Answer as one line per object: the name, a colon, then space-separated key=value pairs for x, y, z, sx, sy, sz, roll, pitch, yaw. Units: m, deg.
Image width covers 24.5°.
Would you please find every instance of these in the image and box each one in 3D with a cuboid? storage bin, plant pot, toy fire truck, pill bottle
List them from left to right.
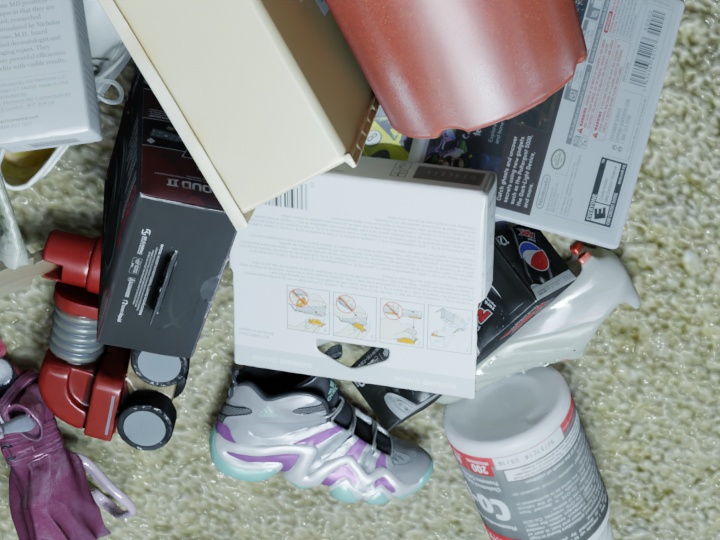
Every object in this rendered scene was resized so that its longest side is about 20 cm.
toy fire truck: x=-0.232 y=0.046 z=1.317 sx=0.199 sy=0.129 sz=0.176 roll=14 pitch=120 yaw=-4
storage bin: x=-0.078 y=-0.165 z=1.127 sx=0.094 sy=0.199 sz=0.200 roll=-26 pitch=107 yaw=17
plant pot: x=0.055 y=-0.208 z=1.123 sx=0.200 sy=0.201 sz=0.196 roll=-22 pitch=113 yaw=5
pill bottle: x=0.154 y=0.187 z=1.462 sx=0.114 sy=0.114 sz=0.200 roll=-21 pitch=123 yaw=4

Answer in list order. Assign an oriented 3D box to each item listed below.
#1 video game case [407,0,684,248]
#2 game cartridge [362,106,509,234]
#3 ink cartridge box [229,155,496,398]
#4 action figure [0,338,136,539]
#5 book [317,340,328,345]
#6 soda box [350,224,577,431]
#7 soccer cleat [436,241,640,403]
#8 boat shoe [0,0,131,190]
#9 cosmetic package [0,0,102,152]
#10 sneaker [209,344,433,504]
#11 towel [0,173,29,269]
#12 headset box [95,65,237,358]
video game case: x=0.140 y=-0.134 z=1.263 sx=0.181 sy=0.023 sz=0.201 roll=14 pitch=94 yaw=-17
game cartridge: x=0.021 y=-0.082 z=1.277 sx=0.133 sy=0.041 sz=0.200 roll=-38 pitch=104 yaw=-1
ink cartridge box: x=0.000 y=0.000 z=1.251 sx=0.199 sy=0.044 sz=0.174 roll=8 pitch=120 yaw=13
action figure: x=-0.266 y=0.145 z=1.376 sx=0.149 sy=0.134 sz=0.201 roll=-21 pitch=101 yaw=-35
book: x=0.020 y=-0.023 z=1.352 sx=0.200 sy=0.048 sz=0.134 roll=-21 pitch=124 yaw=1
soda box: x=0.077 y=0.045 z=1.327 sx=0.063 sy=0.071 sz=0.200 roll=53 pitch=129 yaw=10
soccer cleat: x=0.147 y=0.060 z=1.405 sx=0.200 sy=0.069 sz=0.078 roll=-39 pitch=106 yaw=12
boat shoe: x=-0.215 y=-0.140 z=1.211 sx=0.075 sy=0.086 sz=0.202 roll=29 pitch=114 yaw=-24
cosmetic package: x=-0.226 y=-0.185 z=1.119 sx=0.071 sy=0.101 sz=0.201 roll=-8 pitch=91 yaw=-4
sneaker: x=-0.021 y=0.122 z=1.414 sx=0.199 sy=0.078 sz=0.140 roll=7 pitch=122 yaw=-14
towel: x=-0.307 y=-0.107 z=1.161 sx=0.034 sy=0.192 sz=0.200 roll=-30 pitch=127 yaw=-24
headset box: x=-0.139 y=-0.047 z=1.201 sx=0.077 sy=0.200 sz=0.149 roll=11 pitch=132 yaw=-14
